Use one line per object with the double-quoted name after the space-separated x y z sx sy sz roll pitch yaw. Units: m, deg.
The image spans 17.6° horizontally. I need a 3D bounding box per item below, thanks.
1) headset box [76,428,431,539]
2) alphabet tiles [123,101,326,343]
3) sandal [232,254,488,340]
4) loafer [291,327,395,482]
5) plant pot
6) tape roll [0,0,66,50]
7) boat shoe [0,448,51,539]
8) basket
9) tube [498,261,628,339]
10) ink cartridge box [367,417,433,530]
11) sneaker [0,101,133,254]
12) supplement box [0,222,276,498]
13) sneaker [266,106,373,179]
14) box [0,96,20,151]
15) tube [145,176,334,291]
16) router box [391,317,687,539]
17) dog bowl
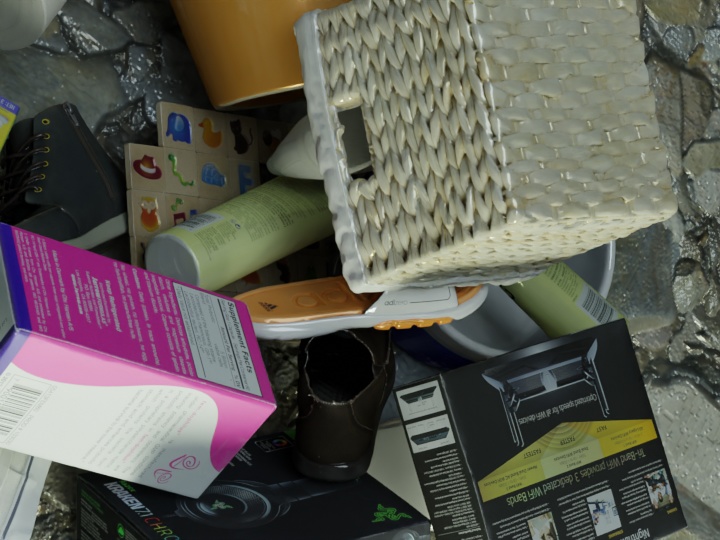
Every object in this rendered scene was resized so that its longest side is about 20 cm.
-0.069 0.194 1.590 0.199 0.174 0.093 -9 113 -30 "headset box"
-0.095 -0.033 1.689 0.200 0.008 0.168 6 77 -48 "alphabet tiles"
0.004 0.004 1.635 0.206 0.079 0.059 -10 120 -29 "sandal"
-0.008 0.066 1.653 0.073 0.072 0.200 4 34 -2 "loafer"
-0.061 -0.216 1.676 0.200 0.200 0.184 -11 90 -30 "plant pot"
-0.261 -0.266 1.568 0.203 0.203 0.139 39 64 -17 "tape roll"
-0.251 0.138 1.570 0.070 0.071 0.201 26 66 -19 "boat shoe"
0.090 -0.099 1.582 0.200 0.161 0.199 -3 79 -48 "basket"
0.114 -0.008 1.723 0.200 0.058 0.052 42 68 -17 "tube"
0.092 0.137 1.718 0.199 0.145 0.084 -11 85 -31 "ink cartridge box"
-0.231 -0.047 1.593 0.106 0.075 0.200 58 26 1 "sneaker"
-0.169 0.062 1.510 0.200 0.101 0.104 21 35 -34 "supplement box"
0.019 -0.105 1.698 0.199 0.088 0.076 -13 84 -36 "sneaker"
-0.307 -0.068 1.533 0.117 0.048 0.200 30 38 -14 "box"
-0.069 -0.031 1.657 0.200 0.052 0.058 -29 93 -47 "tube"
0.126 0.130 1.600 0.200 0.052 0.158 -13 86 -44 "router box"
0.094 -0.023 1.789 0.199 0.079 0.201 7 76 -28 "dog bowl"
